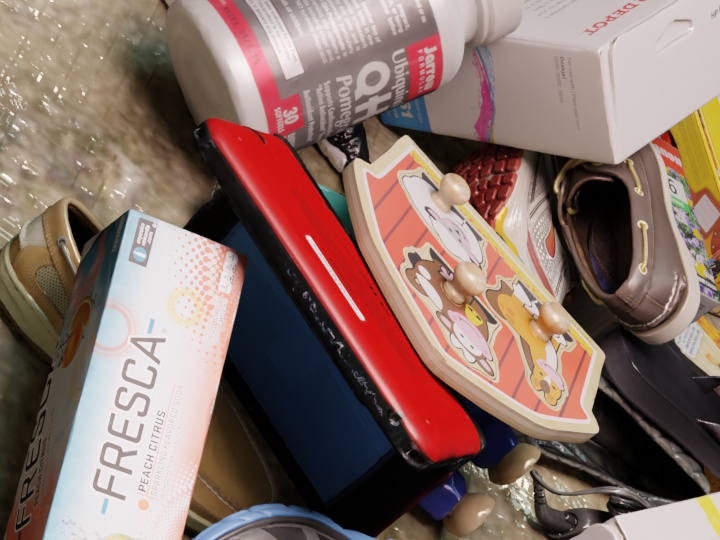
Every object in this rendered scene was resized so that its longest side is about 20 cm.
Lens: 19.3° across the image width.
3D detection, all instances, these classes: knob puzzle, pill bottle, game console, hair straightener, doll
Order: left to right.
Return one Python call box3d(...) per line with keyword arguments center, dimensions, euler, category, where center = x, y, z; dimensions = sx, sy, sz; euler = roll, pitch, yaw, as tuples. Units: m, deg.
box3d(center=(-0.040, 0.040, 1.079), dimensions=(0.201, 0.118, 0.172), euler=(56, 12, 11), category="game console")
box3d(center=(-0.007, -0.145, 1.268), dimensions=(0.199, 0.111, 0.111), euler=(-25, 73, -17), category="pill bottle")
box3d(center=(0.016, 0.050, 1.196), dimensions=(0.136, 0.048, 0.200), euler=(-45, 105, -14), category="doll")
box3d(center=(0.066, 0.011, 1.138), dimensions=(0.219, 0.030, 0.220), euler=(41, 23, -22), category="knob puzzle")
box3d(center=(0.186, 0.153, 1.302), dimensions=(0.199, 0.077, 0.041), euler=(26, 42, -30), category="hair straightener")

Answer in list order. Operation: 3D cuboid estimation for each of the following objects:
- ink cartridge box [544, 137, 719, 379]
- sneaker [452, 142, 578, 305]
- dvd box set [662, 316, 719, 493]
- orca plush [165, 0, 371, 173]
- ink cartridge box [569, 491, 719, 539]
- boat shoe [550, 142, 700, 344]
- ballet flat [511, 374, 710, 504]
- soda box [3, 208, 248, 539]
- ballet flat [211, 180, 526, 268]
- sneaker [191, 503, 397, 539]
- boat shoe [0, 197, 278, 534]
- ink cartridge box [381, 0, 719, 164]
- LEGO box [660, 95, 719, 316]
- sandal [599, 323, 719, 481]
box3d(center=(0.169, -0.036, 1.434), dimensions=(0.050, 0.109, 0.201), euler=(25, 41, -34), category="ink cartridge box")
box3d(center=(0.097, -0.010, 1.376), dimensions=(0.082, 0.078, 0.201), euler=(36, 43, -32), category="sneaker")
box3d(center=(0.264, 0.122, 1.458), dimensions=(0.200, 0.029, 0.146), euler=(44, 35, -7), category="dvd box set")
box3d(center=(-0.044, -0.140, 1.336), dimensions=(0.201, 0.071, 0.105), euler=(55, 35, 9), category="orca plush")
box3d(center=(0.164, 0.192, 1.184), dimensions=(0.199, 0.145, 0.084), euler=(-3, 61, -48), category="ink cartridge box")
box3d(center=(0.158, -0.042, 1.354), dimensions=(0.059, 0.072, 0.201), euler=(31, 32, -38), category="boat shoe")
box3d(center=(0.146, 0.098, 1.316), dimensions=(0.199, 0.067, 0.057), euler=(24, 9, -35), category="ballet flat")
box3d(center=(-0.114, 0.078, 0.993), dimensions=(0.068, 0.063, 0.201), euler=(22, 65, -22), category="soda box")
box3d(center=(0.000, 0.000, 1.249), dimensions=(0.199, 0.074, 0.074), euler=(20, 41, -8), category="ballet flat")
box3d(center=(-0.022, 0.172, 1.064), dimensions=(0.199, 0.071, 0.083), euler=(19, 38, -40), category="sneaker")
box3d(center=(-0.105, 0.050, 1.083), dimensions=(0.200, 0.076, 0.072), euler=(48, 33, -3), category="boat shoe")
box3d(center=(0.125, -0.144, 1.386), dimensions=(0.144, 0.199, 0.085), euler=(-33, 122, -39), category="ink cartridge box")
box3d(center=(0.285, -0.061, 1.613), dimensions=(0.148, 0.077, 0.201), euler=(21, 44, -34), category="LEGO box")
box3d(center=(0.233, 0.096, 1.362), dimensions=(0.200, 0.043, 0.076), euler=(35, 29, -34), category="sandal")
